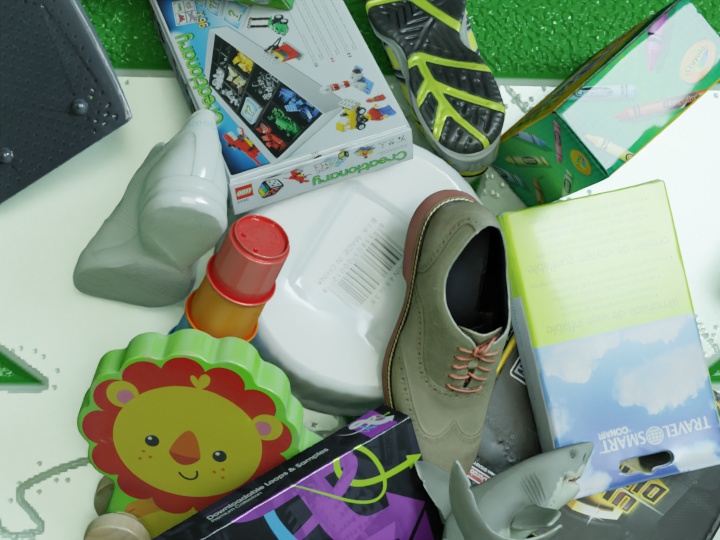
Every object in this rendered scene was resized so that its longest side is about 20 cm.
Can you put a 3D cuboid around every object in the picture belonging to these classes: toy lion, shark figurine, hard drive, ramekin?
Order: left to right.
[{"bbox_3d":[-0.249,-0.160,1.214,0.135,0.042,0.200,-31,91,15],"label":"hard drive"},{"bbox_3d":[-0.091,0.130,1.171,0.200,0.069,0.192,19,123,-7],"label":"toy lion"},{"bbox_3d":[0.000,0.000,1.233,0.200,0.098,0.201,1,85,-8],"label":"ramekin"},{"bbox_3d":[0.066,0.150,1.110,0.128,0.214,0.090,-43,81,16],"label":"shark figurine"}]

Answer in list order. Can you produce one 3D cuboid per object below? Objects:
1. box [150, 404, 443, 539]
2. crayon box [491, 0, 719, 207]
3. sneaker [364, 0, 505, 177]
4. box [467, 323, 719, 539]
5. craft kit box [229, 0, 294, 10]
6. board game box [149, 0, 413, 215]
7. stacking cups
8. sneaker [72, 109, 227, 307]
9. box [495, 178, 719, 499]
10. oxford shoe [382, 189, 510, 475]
[{"bbox_3d":[-0.035,0.194,1.128,0.200,0.036,0.143,-28,114,-25],"label":"box"},{"bbox_3d":[0.165,-0.109,1.215,0.119,0.200,0.058,-41,93,-10],"label":"crayon box"},{"bbox_3d":[0.047,-0.153,1.263,0.075,0.076,0.200,-12,64,-3],"label":"sneaker"},{"bbox_3d":[0.170,0.129,1.273,0.200,0.049,0.160,33,79,-4],"label":"box"},{"bbox_3d":[-0.124,-0.294,1.236,0.197,0.049,0.200,10,84,15],"label":"craft kit box"},{"bbox_3d":[-0.058,-0.134,1.212,0.126,0.035,0.200,-18,51,-9],"label":"board game box"},{"bbox_3d":[-0.095,0.041,1.171,0.060,0.200,0.061,18,41,-16],"label":"stacking cups"},{"bbox_3d":[-0.132,-0.039,1.179,0.075,0.200,0.089,16,63,-23],"label":"sneaker"},{"bbox_3d":[0.171,0.047,1.231,0.122,0.048,0.200,-12,87,-9],"label":"box"},{"bbox_3d":[0.059,0.053,1.145,0.070,0.075,0.200,-5,106,-19],"label":"oxford shoe"}]
